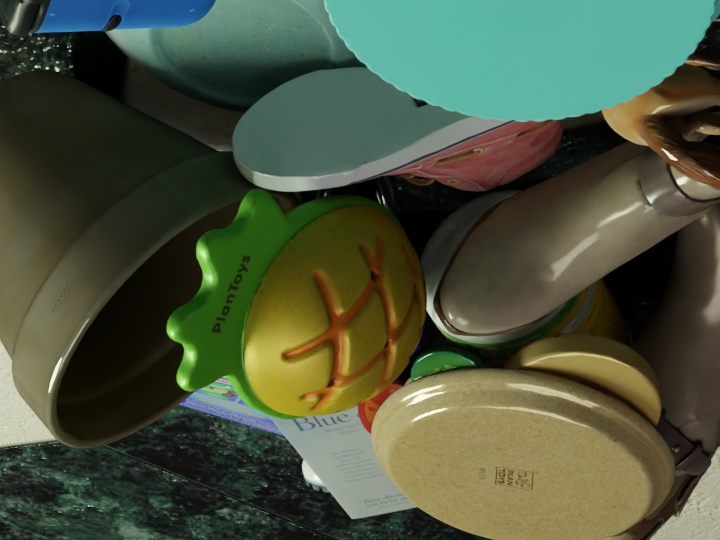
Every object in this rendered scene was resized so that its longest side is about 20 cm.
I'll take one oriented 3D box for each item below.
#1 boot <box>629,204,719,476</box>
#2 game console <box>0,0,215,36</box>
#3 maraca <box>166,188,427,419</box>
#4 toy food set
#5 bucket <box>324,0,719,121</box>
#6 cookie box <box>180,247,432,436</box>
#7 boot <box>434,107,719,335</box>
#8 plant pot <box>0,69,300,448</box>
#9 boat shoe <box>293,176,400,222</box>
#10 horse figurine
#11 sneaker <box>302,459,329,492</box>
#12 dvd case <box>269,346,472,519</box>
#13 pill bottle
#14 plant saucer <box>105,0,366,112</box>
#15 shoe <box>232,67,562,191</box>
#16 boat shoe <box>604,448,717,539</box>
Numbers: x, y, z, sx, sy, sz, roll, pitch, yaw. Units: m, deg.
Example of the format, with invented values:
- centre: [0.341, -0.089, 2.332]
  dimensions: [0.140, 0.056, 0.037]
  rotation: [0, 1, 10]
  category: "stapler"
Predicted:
- centre: [0.200, 0.058, 1.046]
  dimensions: [0.146, 0.070, 0.201]
  rotation: [-34, 125, -11]
  category: "boot"
- centre: [-0.136, -0.225, 0.765]
  dimensions: [0.170, 0.119, 0.200]
  rotation: [-9, 146, -37]
  category: "game console"
- centre: [-0.034, 0.020, 0.900]
  dimensions: [0.107, 0.138, 0.200]
  rotation: [22, -174, 35]
  category: "maraca"
- centre: [0.099, 0.111, 1.003]
  dimensions: [0.197, 0.049, 0.200]
  rotation: [-2, 141, 21]
  category: "toy food set"
- centre: [0.076, -0.175, 0.729]
  dimensions: [0.206, 0.135, 0.208]
  rotation: [5, 148, 3]
  category: "bucket"
- centre: [-0.062, 0.039, 1.153]
  dimensions: [0.170, 0.076, 0.200]
  rotation: [18, 147, -18]
  category: "cookie box"
- centre: [0.148, -0.036, 0.904]
  dimensions: [0.070, 0.200, 0.146]
  rotation: [57, 147, -5]
  category: "boot"
- centre: [-0.163, -0.023, 0.957]
  dimensions: [0.173, 0.200, 0.200]
  rotation: [41, 154, 19]
  category: "plant pot"
- centre: [0.000, 0.000, 1.015]
  dimensions: [0.074, 0.062, 0.201]
  rotation: [-10, 118, -12]
  category: "boat shoe"
- centre: [0.163, -0.098, 0.809]
  dimensions: [0.132, 0.201, 0.050]
  rotation: [3, 127, -6]
  category: "horse figurine"
- centre: [0.044, 0.107, 1.207]
  dimensions: [0.199, 0.072, 0.073]
  rotation: [-24, 114, -3]
  category: "sneaker"
- centre: [0.031, 0.117, 1.097]
  dimensions: [0.142, 0.018, 0.200]
  rotation: [-12, 147, 12]
  category: "dvd case"
- centre: [0.124, 0.044, 1.090]
  dimensions: [0.110, 0.112, 0.200]
  rotation: [-8, 145, 22]
  category: "pill bottle"
- centre: [-0.064, -0.141, 0.901]
  dimensions: [0.200, 0.039, 0.201]
  rotation: [5, 147, 3]
  category: "plant saucer"
- centre: [0.028, -0.075, 0.918]
  dimensions: [0.199, 0.072, 0.091]
  rotation: [-18, 151, -5]
  category: "shoe"
- centre: [0.216, 0.147, 1.180]
  dimensions: [0.075, 0.200, 0.072]
  rotation: [15, 121, 37]
  category: "boat shoe"
